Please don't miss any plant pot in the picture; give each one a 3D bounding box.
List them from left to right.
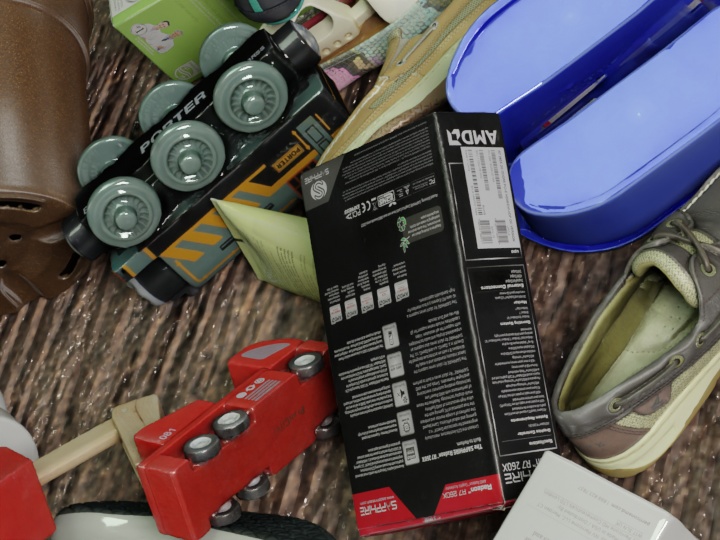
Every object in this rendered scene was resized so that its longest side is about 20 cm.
[{"bbox_3d":[-0.264,-0.090,1.227,0.199,0.200,0.200,-27,57,19],"label":"plant pot"}]

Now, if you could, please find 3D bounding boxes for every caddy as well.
[{"bbox_3d":[0.143,-0.100,0.997,0.199,0.105,0.142,-36,72,12],"label":"caddy"}]

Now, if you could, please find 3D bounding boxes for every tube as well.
[{"bbox_3d":[0.000,0.000,1.060,0.198,0.052,0.059,14,107,36],"label":"tube"}]

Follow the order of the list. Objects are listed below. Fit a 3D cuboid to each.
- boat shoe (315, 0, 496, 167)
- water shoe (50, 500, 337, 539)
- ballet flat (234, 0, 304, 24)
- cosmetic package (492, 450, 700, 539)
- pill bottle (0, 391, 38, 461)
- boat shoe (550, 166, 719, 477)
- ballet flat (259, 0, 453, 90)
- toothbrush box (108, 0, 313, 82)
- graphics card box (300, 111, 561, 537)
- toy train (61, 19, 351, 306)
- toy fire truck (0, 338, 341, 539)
[{"bbox_3d":[0.040,-0.113,1.095,0.200,0.072,0.076,-41,59,-7],"label":"boat shoe"},{"bbox_3d":[-0.091,0.177,1.030,0.198,0.071,0.080,2,91,35],"label":"water shoe"},{"bbox_3d":[-0.059,-0.251,1.141,0.072,0.073,0.202,-14,59,28],"label":"ballet flat"},{"bbox_3d":[0.086,0.201,0.846,0.081,0.113,0.201,23,79,42],"label":"cosmetic package"},{"bbox_3d":[-0.298,0.095,1.180,0.199,0.116,0.117,30,82,42],"label":"pill bottle"},{"bbox_3d":[0.167,0.011,0.933,0.072,0.066,0.202,31,85,41],"label":"boat shoe"},{"bbox_3d":[-0.008,-0.159,1.159,0.199,0.071,0.070,-33,48,14],"label":"ballet flat"},{"bbox_3d":[-0.075,-0.242,1.247,0.199,0.086,0.147,-28,51,19],"label":"toothbrush box"},{"bbox_3d":[0.034,0.030,0.952,0.125,0.050,0.202,-22,76,52],"label":"graphics card box"},{"bbox_3d":[-0.088,-0.063,1.127,0.200,0.114,0.085,-41,31,9],"label":"toy train"},{"bbox_3d":[-0.113,0.100,1.030,0.140,0.049,0.200,6,31,40],"label":"toy fire truck"}]
